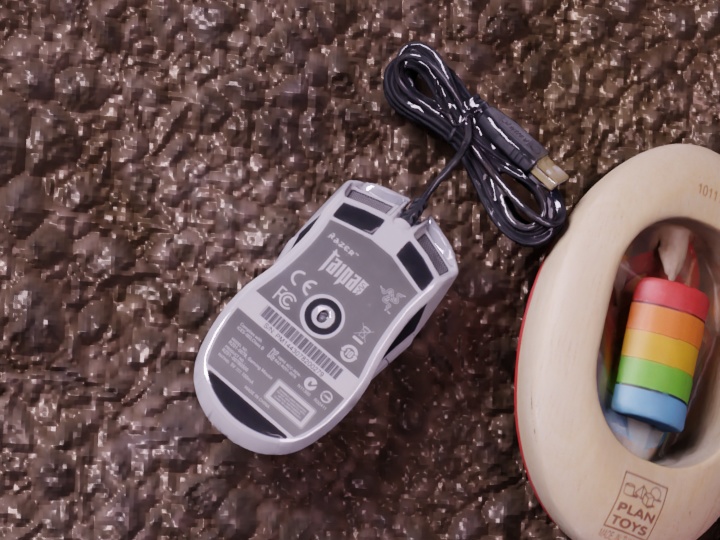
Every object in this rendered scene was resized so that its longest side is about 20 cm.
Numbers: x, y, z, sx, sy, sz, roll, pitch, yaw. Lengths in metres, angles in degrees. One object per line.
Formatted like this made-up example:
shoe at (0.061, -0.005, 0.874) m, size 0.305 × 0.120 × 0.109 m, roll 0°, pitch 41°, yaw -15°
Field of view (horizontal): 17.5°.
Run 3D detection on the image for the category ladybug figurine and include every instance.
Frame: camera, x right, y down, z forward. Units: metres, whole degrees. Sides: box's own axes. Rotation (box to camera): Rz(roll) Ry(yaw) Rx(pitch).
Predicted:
ladybug figurine at (0.128, 0.041, 1.084) m, size 0.135 × 0.072 × 0.201 m, roll 23°, pitch 76°, yaw -24°

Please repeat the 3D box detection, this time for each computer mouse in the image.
computer mouse at (0.000, 0.000, 1.036) m, size 0.110 × 0.044 × 0.200 m, roll 41°, pitch 73°, yaw 4°
